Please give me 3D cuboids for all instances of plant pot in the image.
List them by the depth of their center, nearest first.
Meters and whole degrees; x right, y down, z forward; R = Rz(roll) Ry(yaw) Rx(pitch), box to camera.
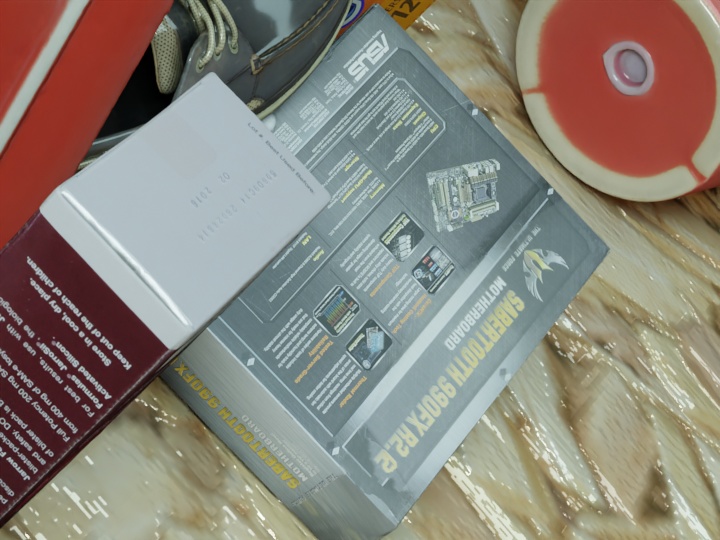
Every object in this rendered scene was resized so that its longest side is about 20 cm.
[{"bbox_3d":[0.191,-0.135,1.317,0.201,0.200,0.177,52,43,7],"label":"plant pot"}]

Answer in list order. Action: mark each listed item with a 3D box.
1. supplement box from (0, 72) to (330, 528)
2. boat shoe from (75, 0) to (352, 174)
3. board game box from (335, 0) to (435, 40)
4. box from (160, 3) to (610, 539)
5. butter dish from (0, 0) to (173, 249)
[{"bbox_3d":[-0.107,0.034,0.761,0.061,0.200,0.109,45,32,-1],"label":"supplement box"},{"bbox_3d":[-0.076,-0.084,0.946,0.200,0.073,0.075,-40,85,-15],"label":"boat shoe"},{"bbox_3d":[-0.068,-0.216,1.069,0.199,0.200,0.201,13,46,-42],"label":"board game box"},{"bbox_3d":[0.000,0.000,1.011,0.158,0.048,0.200,46,50,-6],"label":"box"},{"bbox_3d":[-0.194,-0.106,0.856,0.199,0.201,0.148,24,16,-30],"label":"butter dish"}]
